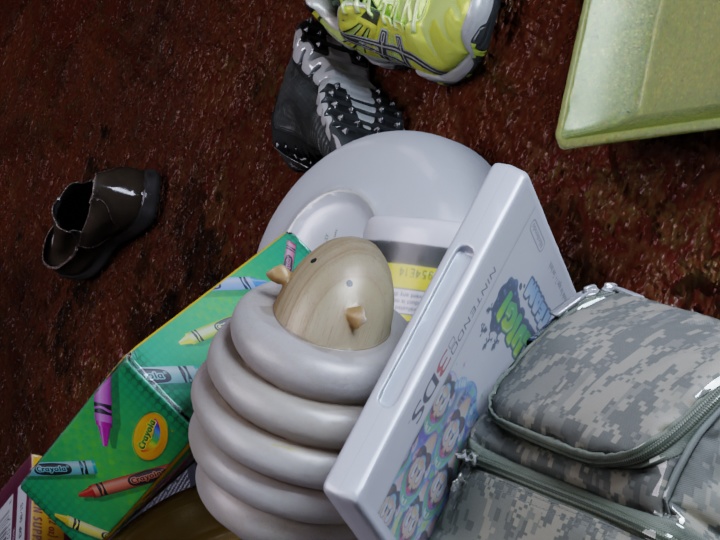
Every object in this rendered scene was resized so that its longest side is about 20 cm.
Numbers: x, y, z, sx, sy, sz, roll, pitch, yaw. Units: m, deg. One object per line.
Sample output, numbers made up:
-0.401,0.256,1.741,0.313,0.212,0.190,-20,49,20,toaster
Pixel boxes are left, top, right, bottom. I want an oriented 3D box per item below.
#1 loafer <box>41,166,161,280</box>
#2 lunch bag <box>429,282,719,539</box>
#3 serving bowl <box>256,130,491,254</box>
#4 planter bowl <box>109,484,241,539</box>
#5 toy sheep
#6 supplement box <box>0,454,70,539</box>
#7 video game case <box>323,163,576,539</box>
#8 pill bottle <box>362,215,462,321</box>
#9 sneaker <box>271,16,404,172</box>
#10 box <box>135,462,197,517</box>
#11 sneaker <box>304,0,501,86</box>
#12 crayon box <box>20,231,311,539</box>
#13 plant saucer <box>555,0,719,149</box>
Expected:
-0.248,-0.052,1.896,0.200,0.071,0.074,-35,45,53,loafer
0.138,0.099,0.968,0.169,0.139,0.200,-64,24,-5,lunch bag
0.000,0.000,1.303,0.199,0.066,0.202,-19,60,35,serving bowl
-0.061,0.218,1.126,0.199,0.084,0.202,-10,53,14,planter bowl
-0.024,0.076,1.060,0.138,0.137,0.202,-126,42,-59,toy sheep
-0.145,0.209,1.387,0.086,0.199,0.111,-47,36,42,supplement box
0.058,0.073,1.048,0.024,0.200,0.183,18,69,26,video game case
0.044,0.076,1.175,0.114,0.113,0.202,2,84,64,pill bottle
-0.021,-0.098,1.479,0.091,0.066,0.200,-65,23,24,sneaker
-0.062,0.167,1.305,0.105,0.147,0.201,-59,29,28,box
0.026,-0.170,1.409,0.200,0.076,0.076,4,77,63,sneaker
-0.095,0.066,1.196,0.119,0.058,0.200,-48,-4,32,crayon box
0.192,-0.160,1.102,0.200,0.048,0.202,-2,74,63,plant saucer
